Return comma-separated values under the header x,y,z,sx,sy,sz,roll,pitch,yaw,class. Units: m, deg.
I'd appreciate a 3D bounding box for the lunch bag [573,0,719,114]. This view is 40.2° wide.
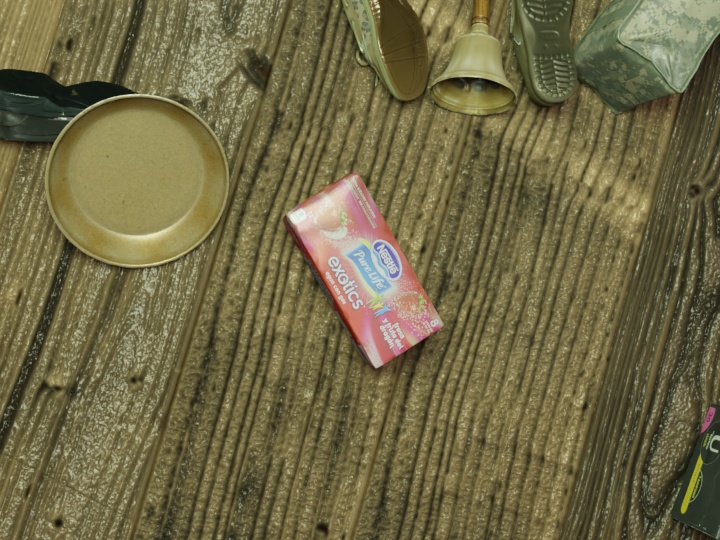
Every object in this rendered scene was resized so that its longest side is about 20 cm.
x,y,z,sx,sy,sz,roll,pitch,yaw,class
0.350,-0.300,1.138,0.117,0.164,0.201,37,84,-9,lunch bag

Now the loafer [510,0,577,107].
x,y,z,sx,sy,sz,roll,pitch,yaw,class
0.211,-0.284,1.171,0.075,0.067,0.203,4,73,-11,loafer

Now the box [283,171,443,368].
x,y,z,sx,sy,sz,roll,pitch,yaw,class
0.000,0.000,1.119,0.095,0.100,0.201,-30,93,-7,box

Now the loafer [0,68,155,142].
x,y,z,sx,sy,sz,roll,pitch,yaw,class
-0.314,-0.169,1.105,0.197,0.073,0.073,10,127,-14,loafer

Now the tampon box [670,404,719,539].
x,y,z,sx,sy,sz,roll,pitch,yaw,class
0.503,0.270,1.169,0.198,0.126,0.151,23,86,-6,tampon box

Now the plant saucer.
x,y,z,sx,sy,sz,roll,pitch,yaw,class
-0.246,-0.101,1.089,0.198,0.036,0.203,-8,118,-14,plant saucer

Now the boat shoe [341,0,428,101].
x,y,z,sx,sy,sz,roll,pitch,yaw,class
0.021,-0.293,1.153,0.073,0.062,0.202,-21,95,-33,boat shoe

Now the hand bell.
x,y,z,sx,sy,sz,roll,pitch,yaw,class
0.143,-0.297,1.162,0.103,0.104,0.203,10,76,-7,hand bell
